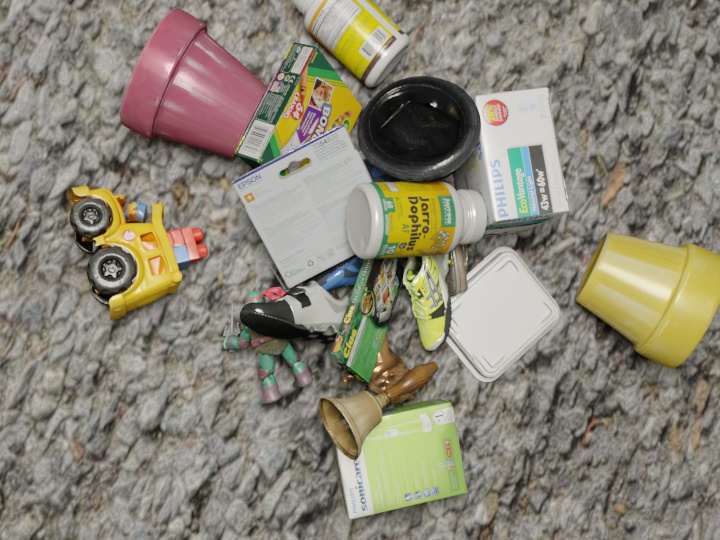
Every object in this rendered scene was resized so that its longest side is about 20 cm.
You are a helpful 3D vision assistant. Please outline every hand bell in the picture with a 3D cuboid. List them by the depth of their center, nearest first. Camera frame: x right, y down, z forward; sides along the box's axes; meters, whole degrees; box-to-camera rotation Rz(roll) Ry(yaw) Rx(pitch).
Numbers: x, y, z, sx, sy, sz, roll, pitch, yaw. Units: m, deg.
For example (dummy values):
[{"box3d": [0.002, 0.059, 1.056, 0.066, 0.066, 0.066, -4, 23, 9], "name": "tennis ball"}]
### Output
[{"box3d": [0.043, 0.194, 1.068, 0.198, 0.104, 0.105, -29, 89, -27], "name": "hand bell"}]

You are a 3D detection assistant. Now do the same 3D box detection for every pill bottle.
[{"box3d": [0.087, -0.078, 1.041, 0.197, 0.113, 0.115, -3, 85, -23], "name": "pill bottle"}, {"box3d": [-0.020, -0.416, 1.163, 0.200, 0.109, 0.109, 43, 82, -1], "name": "pill bottle"}]

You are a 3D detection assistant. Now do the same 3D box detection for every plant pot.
[{"box3d": [-0.253, -0.278, 1.086, 0.177, 0.200, 0.202, 27, 83, -11], "name": "plant pot"}, {"box3d": [0.474, 0.032, 1.149, 0.187, 0.201, 0.203, 25, 82, 13], "name": "plant pot"}]

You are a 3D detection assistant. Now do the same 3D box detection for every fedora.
[{"box3d": [0.095, -0.203, 1.068, 0.197, 0.092, 0.203, -8, 62, 15], "name": "fedora"}]

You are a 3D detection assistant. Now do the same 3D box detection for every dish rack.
[{"box3d": [0.239, 0.075, 1.183, 0.199, 0.044, 0.172, -40, 91, -7], "name": "dish rack"}]

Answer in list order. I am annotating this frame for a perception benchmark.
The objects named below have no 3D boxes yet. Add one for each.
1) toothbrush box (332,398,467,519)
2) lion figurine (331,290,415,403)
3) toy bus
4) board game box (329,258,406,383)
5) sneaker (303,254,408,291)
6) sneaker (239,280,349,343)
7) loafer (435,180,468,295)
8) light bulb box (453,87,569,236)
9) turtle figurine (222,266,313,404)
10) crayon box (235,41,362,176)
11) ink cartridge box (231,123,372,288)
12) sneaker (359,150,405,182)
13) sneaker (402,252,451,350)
[{"box3d": [0.060, 0.303, 1.121, 0.197, 0.086, 0.148, -11, 86, -8], "name": "toothbrush box"}, {"box3d": [0.021, 0.124, 1.138, 0.121, 0.072, 0.203, -10, 87, -4], "name": "lion figurine"}, {"box3d": [-0.350, -0.046, 1.091, 0.190, 0.136, 0.203, -20, 85, -21], "name": "toy bus"}, {"box3d": [0.015, 0.065, 1.080, 0.023, 0.105, 0.202, 7, 65, 31], "name": "board game box"}, {"box3d": [0.000, 0.000, 1.144, 0.199, 0.066, 0.079, -32, 112, -18], "name": "sneaker"}, {"box3d": [-0.097, 0.058, 1.056, 0.198, 0.074, 0.090, 13, 64, -37], "name": "sneaker"}, {"box3d": [0.158, -0.061, 1.172, 0.062, 0.072, 0.203, -11, 80, -19], "name": "loafer"}, {"box3d": [0.234, -0.167, 1.124, 0.123, 0.200, 0.202, -8, 86, -7], "name": "light bulb box"}, {"box3d": [-0.153, 0.104, 1.113, 0.148, 0.101, 0.203, -20, 93, -8], "name": "turtle figurine"}, {"box3d": [-0.093, -0.229, 1.108, 0.058, 0.172, 0.202, 22, 82, 32], "name": "crayon box"}, {"box3d": [-0.072, -0.101, 1.074, 0.197, 0.041, 0.202, -26, 115, 0], "name": "ink cartridge box"}, {"box3d": [0.079, -0.153, 1.156, 0.198, 0.081, 0.148, -25, 77, -2], "name": "sneaker"}, {"box3d": [0.103, 0.033, 1.139, 0.075, 0.075, 0.203, -6, 95, -32], "name": "sneaker"}]
